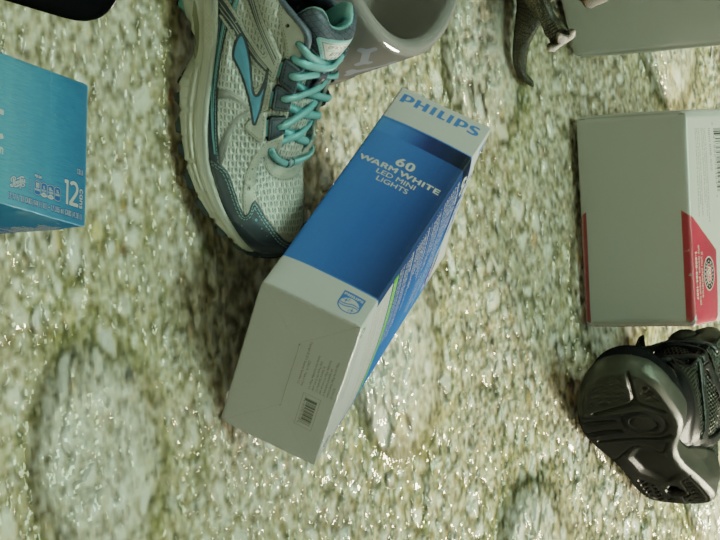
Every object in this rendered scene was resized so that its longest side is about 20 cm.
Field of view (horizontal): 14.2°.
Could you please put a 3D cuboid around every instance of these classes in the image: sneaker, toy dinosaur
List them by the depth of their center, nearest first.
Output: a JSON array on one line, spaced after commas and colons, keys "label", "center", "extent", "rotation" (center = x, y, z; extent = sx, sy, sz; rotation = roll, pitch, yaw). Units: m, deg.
[{"label": "sneaker", "center": [-0.046, -0.105, 1.491], "extent": [0.078, 0.086, 0.201], "rotation": [-24, 108, -61]}, {"label": "toy dinosaur", "center": [0.117, -0.205, 1.827], "extent": [0.200, 0.077, 0.102], "rotation": [76, -7, -48]}, {"label": "sneaker", "center": [0.200, 0.074, 1.965], "extent": [0.199, 0.076, 0.115], "rotation": [47, 45, -56]}]

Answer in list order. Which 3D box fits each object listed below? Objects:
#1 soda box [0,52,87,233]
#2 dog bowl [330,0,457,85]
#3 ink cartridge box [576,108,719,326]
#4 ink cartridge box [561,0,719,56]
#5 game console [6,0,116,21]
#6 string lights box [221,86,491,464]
[{"label": "soda box", "center": [-0.195, -0.064, 1.222], "extent": [0.200, 0.064, 0.068], "rotation": [18, 71, -61]}, {"label": "dog bowl", "center": [-0.002, -0.205, 1.620], "extent": [0.200, 0.059, 0.201], "rotation": [11, 78, -63]}, {"label": "ink cartridge box", "center": [0.228, -0.038, 2.017], "extent": [0.200, 0.083, 0.146], "rotation": [-6, 93, -63]}, {"label": "ink cartridge box", "center": [0.226, -0.255, 1.973], "extent": [0.200, 0.144, 0.146], "rotation": [-53, 132, -53]}, {"label": "game console", "center": [-0.161, -0.197, 1.170], "extent": [0.116, 0.175, 0.200], "rotation": [-91, -161, -66]}, {"label": "string lights box", "center": [0.000, 0.000, 1.552], "extent": [0.200, 0.059, 0.103], "rotation": [-57, 169, -50]}]
